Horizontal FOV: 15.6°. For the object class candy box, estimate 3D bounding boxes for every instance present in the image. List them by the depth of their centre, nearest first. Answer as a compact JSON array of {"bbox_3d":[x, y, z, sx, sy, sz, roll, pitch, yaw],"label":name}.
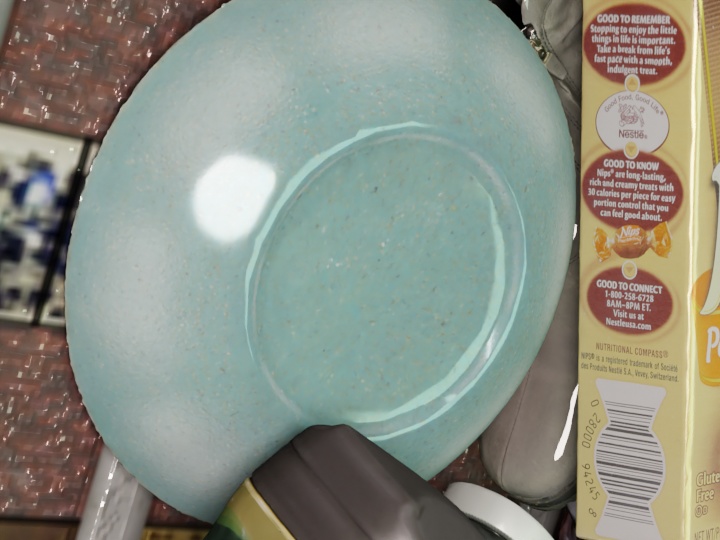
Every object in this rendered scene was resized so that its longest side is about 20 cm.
[{"bbox_3d":[0.134,-0.005,0.955,0.115,0.055,0.200,-7,101,-46],"label":"candy box"}]

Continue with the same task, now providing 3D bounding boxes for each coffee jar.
[{"bbox_3d":[-0.042,0.144,0.845,0.200,0.085,0.104,-46,140,2],"label":"coffee jar"}]

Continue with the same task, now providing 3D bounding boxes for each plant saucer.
[{"bbox_3d":[0.000,0.000,0.869,0.201,0.039,0.201,-12,114,-29],"label":"plant saucer"}]

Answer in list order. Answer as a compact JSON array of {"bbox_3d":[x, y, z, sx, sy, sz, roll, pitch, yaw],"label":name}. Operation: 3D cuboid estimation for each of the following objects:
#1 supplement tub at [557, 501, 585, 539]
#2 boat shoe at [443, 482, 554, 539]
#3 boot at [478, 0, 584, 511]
[{"bbox_3d":[0.145,0.141,1.097,0.107,0.107,0.200,-50,139,-23],"label":"supplement tub"},{"bbox_3d":[0.067,0.167,1.049,0.060,0.076,0.200,-51,127,-23],"label":"boat shoe"},{"bbox_3d":[0.057,-0.021,0.963,0.131,0.068,0.200,23,83,-45],"label":"boot"}]
